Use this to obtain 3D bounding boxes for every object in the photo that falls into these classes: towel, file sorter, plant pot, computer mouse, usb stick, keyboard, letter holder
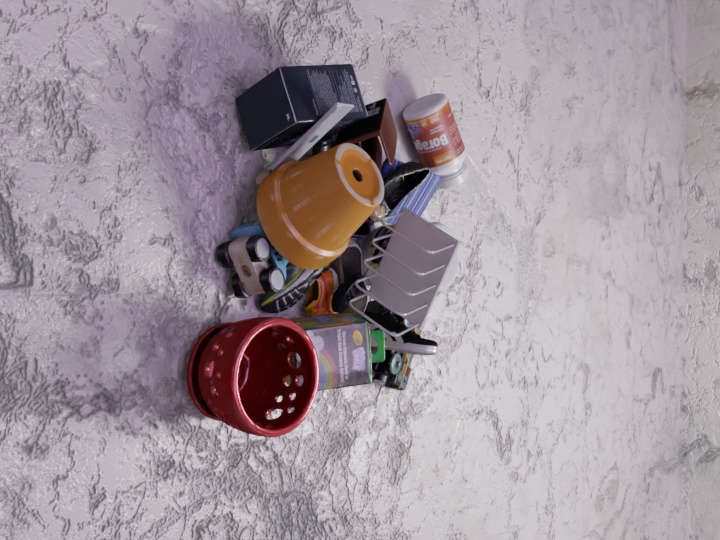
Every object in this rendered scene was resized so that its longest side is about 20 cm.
[{"bbox_3d":[0.086,-0.170,1.863,0.198,0.024,0.147,11,116,-48],"label":"towel"},{"bbox_3d":[0.078,0.007,1.638,0.124,0.137,0.203,-20,137,-56],"label":"file sorter"},{"bbox_3d":[-0.060,-0.132,1.527,0.198,0.182,0.204,29,46,-35],"label":"plant pot"},{"bbox_3d":[0.000,0.000,1.689,0.201,0.034,0.059,-53,159,-16],"label":"computer mouse"},{"bbox_3d":[-0.080,-0.168,1.676,0.055,0.032,0.205,-23,128,-46],"label":"usb stick"},{"bbox_3d":[-0.092,-0.246,1.551,0.011,0.199,0.056,57,32,8],"label":"keyboard"},{"bbox_3d":[-0.200,0.182,1.483,0.198,0.180,0.206,-1,91,-47],"label":"plant pot"},{"bbox_3d":[0.025,-0.245,1.725,0.201,0.098,0.145,-79,149,-61],"label":"letter holder"}]

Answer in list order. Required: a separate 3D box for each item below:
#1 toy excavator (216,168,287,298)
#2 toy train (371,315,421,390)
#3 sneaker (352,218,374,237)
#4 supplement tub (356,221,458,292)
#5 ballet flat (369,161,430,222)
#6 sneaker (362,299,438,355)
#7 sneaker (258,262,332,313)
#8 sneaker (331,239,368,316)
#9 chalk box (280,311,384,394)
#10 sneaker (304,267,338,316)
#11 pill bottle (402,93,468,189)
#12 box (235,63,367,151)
[{"bbox_3d":[-0.182,-0.072,1.582,0.200,0.098,0.198,-46,120,-51],"label":"toy excavator"},{"bbox_3d":[0.082,0.171,1.875,0.114,0.084,0.204,48,54,-50],"label":"toy train"},{"bbox_3d":[0.005,-0.097,1.736,0.198,0.087,0.076,-20,133,-50],"label":"sneaker"},{"bbox_3d":[0.097,-0.027,1.794,0.143,0.197,0.149,0,89,-49],"label":"supplement tub"},{"bbox_3d":[0.076,-0.170,1.742,0.200,0.056,0.067,-49,126,-36],"label":"ballet flat"},{"bbox_3d":[0.077,0.113,1.778,0.073,0.195,0.115,32,67,-66],"label":"sneaker"},{"bbox_3d":[-0.132,0.002,1.645,0.200,0.081,0.074,-44,159,-20],"label":"sneaker"},{"bbox_3d":[-0.028,0.018,1.759,0.071,0.085,0.204,-10,121,-20],"label":"sneaker"},{"bbox_3d":[-0.049,0.155,1.627,0.195,0.123,0.128,-5,97,-19],"label":"chalk box"},{"bbox_3d":[-0.081,0.095,1.711,0.076,0.072,0.205,-10,91,-32],"label":"sneaker"},{"bbox_3d":[0.182,-0.299,1.952,0.112,0.111,0.203,-45,121,-37],"label":"pill bottle"},{"bbox_3d":[-0.112,-0.311,1.590,0.198,0.147,0.110,-17,88,-46],"label":"box"}]
